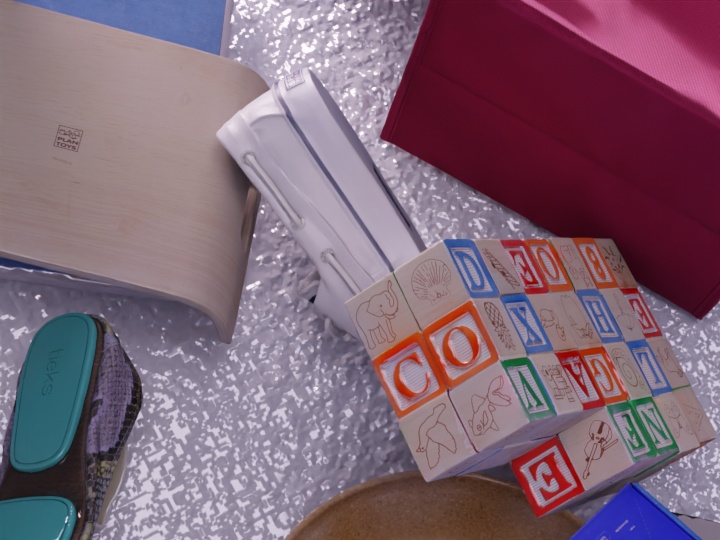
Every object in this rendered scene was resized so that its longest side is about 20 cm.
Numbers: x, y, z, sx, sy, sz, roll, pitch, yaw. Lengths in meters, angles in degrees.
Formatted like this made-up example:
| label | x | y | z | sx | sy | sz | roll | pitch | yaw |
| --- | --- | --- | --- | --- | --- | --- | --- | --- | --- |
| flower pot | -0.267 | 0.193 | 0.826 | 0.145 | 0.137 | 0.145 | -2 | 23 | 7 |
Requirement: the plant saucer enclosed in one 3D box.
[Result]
| label | x | y | z | sx | sy | sz | roll | pitch | yaw |
| --- | --- | --- | --- | --- | --- | --- | --- | --- | --- |
| plant saucer | 0.043 | 0.188 | 0.920 | 0.198 | 0.036 | 0.202 | 4 | 54 | -5 |

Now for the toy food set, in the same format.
| label | x | y | z | sx | sy | sz | roll | pitch | yaw |
| --- | --- | --- | --- | --- | --- | --- | --- | --- | --- |
| toy food set | -0.146 | -0.049 | 0.979 | 0.198 | 0.061 | 0.145 | 14 | 57 | -6 |

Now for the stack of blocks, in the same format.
| label | x | y | z | sx | sy | sz | roll | pitch | yaw |
| --- | --- | --- | --- | --- | --- | --- | --- | --- | --- |
| stack of blocks | 0.084 | 0.049 | 0.916 | 0.058 | 0.199 | 0.116 | -32 | 75 | 25 |

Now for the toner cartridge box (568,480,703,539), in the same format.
| label | x | y | z | sx | sy | sz | roll | pitch | yaw |
| --- | --- | --- | --- | --- | --- | --- | --- | --- | --- |
| toner cartridge box | 0.090 | 0.191 | 0.876 | 0.095 | 0.043 | 0.200 | 41 | 59 | 19 |

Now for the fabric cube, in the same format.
| label | x | y | z | sx | sy | sz | roll | pitch | yaw |
| --- | --- | --- | --- | --- | --- | --- | --- | --- | --- |
| fabric cube | 0.151 | -0.131 | 0.988 | 0.198 | 0.200 | 0.197 | 30 | 69 | 3 |

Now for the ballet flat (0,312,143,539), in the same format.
| label | x | y | z | sx | sy | sz | roll | pitch | yaw |
| --- | --- | --- | --- | --- | --- | --- | --- | --- | --- |
| ballet flat | -0.140 | 0.113 | 0.907 | 0.071 | 0.072 | 0.202 | 16 | 51 | -3 |

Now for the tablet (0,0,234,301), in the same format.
| label | x | y | z | sx | sy | sz | roll | pitch | yaw |
| --- | --- | --- | --- | --- | --- | --- | --- | --- | --- |
| tablet | -0.137 | -0.086 | 1.025 | 0.129 | 0.014 | 0.202 | 8 | 70 | -7 |

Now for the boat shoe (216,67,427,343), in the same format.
| label | x | y | z | sx | sy | sz | roll | pitch | yaw |
| --- | --- | --- | --- | --- | --- | --- | --- | --- | --- |
| boat shoe | 0.000 | 0.000 | 0.976 | 0.065 | 0.074 | 0.201 | -30 | 96 | 7 |

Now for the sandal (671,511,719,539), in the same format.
| label | x | y | z | sx | sy | sz | roll | pitch | yaw |
| --- | --- | --- | --- | --- | --- | --- | --- | --- | --- |
| sandal | 0.216 | 0.159 | 0.972 | 0.198 | 0.045 | 0.076 | 10 | 68 | -5 |
